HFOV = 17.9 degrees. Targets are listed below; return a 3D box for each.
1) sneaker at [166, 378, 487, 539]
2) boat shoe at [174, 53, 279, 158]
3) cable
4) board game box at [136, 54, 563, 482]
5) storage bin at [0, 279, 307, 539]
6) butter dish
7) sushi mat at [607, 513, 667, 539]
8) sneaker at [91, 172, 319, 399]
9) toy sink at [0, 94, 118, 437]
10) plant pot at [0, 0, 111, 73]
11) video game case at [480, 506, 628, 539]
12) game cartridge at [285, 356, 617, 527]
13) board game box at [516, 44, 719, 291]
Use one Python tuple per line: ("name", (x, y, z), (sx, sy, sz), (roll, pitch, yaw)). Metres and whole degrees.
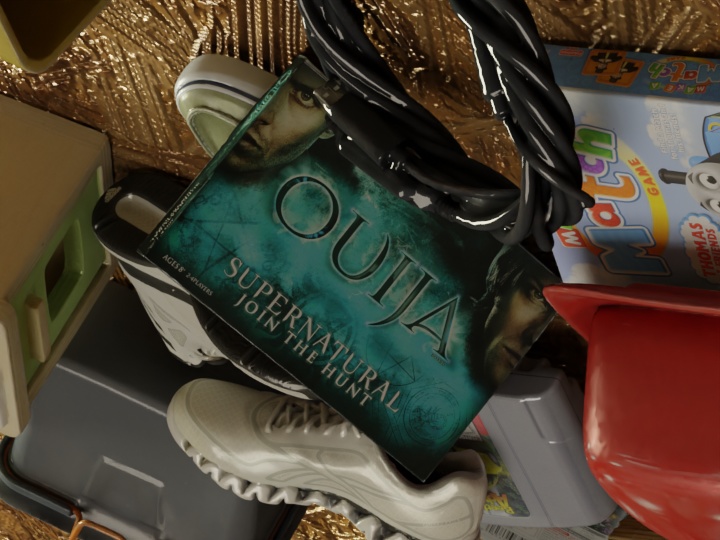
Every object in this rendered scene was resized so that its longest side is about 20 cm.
("sneaker", (-0.016, 0.103, 1.332), (0.200, 0.075, 0.081), (22, 133, 8))
("boat shoe", (-0.024, -0.037, 1.245), (0.200, 0.062, 0.072), (39, 146, -16))
("cable", (0.044, -0.094, 1.088), (0.200, 0.051, 0.163), (40, 142, 36))
("board game box", (0.000, 0.000, 1.216), (0.200, 0.135, 0.028), (39, 177, -17))
("storage bin", (-0.132, 0.104, 1.465), (0.200, 0.146, 0.134), (23, 137, 9))
("butter dish", (0.197, 0.101, 1.150), (0.199, 0.148, 0.200), (8, 164, 34))
("sushi mat", (0.236, 0.131, 1.247), (0.200, 0.096, 0.012), (-2, 118, 39))
("sneaker", (-0.066, 0.027, 1.343), (0.200, 0.076, 0.115), (37, 163, 31))
("toy sink", (-0.231, 0.014, 1.346), (0.112, 0.200, 0.130), (21, 146, 13))
("plant pot", (-0.177, -0.237, 0.984), (0.176, 0.200, 0.200), (19, 147, 34))
("video game case", (0.073, 0.108, 1.406), (0.200, 0.023, 0.182), (27, 148, 6))
("game cartridge", (0.052, 0.098, 1.357), (0.200, 0.041, 0.133), (4, 143, 34))
("board game box", (0.177, -0.040, 1.112), (0.200, 0.037, 0.151), (9, 143, 30))
